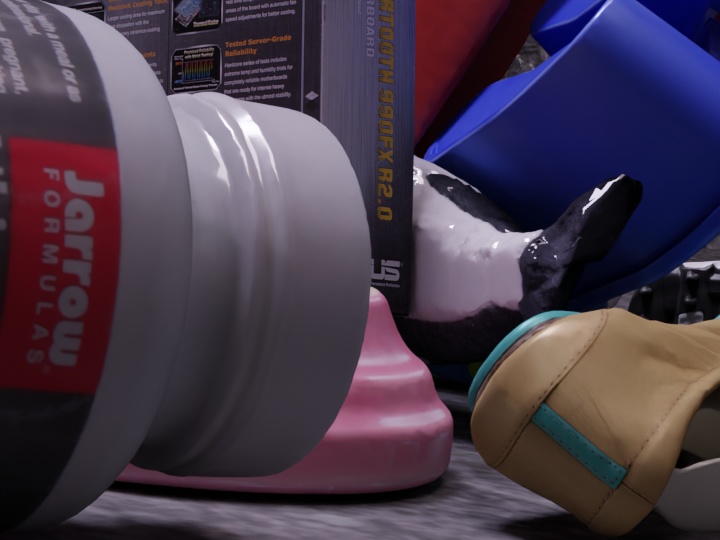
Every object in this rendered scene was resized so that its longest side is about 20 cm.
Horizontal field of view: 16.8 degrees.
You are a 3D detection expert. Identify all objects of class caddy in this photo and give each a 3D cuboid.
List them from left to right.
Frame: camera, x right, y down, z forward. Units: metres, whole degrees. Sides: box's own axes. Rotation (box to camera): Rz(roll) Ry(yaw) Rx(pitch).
[{"bbox_3d":[0.109,-0.056,0.845,0.105,0.141,0.200,40,-16,-6],"label":"caddy"}]

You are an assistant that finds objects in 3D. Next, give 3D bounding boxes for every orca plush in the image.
[{"bbox_3d":[0.036,-0.012,0.821,0.071,0.106,0.200,2,-8,-31],"label":"orca plush"}]

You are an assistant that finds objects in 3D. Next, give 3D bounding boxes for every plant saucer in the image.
[{"bbox_3d":[-0.071,0.019,0.682,0.200,0.051,0.201,8,4,-1],"label":"plant saucer"}]

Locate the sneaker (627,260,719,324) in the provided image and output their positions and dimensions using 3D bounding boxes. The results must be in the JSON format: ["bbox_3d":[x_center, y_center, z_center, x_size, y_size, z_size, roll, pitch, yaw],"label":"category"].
[{"bbox_3d":[0.222,0.029,1.048,0.200,0.067,0.090,8,5,29],"label":"sneaker"}]

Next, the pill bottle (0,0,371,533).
[{"bbox_3d":[-0.103,-0.004,0.483,0.200,0.111,0.111,6,4,-32],"label":"pill bottle"}]

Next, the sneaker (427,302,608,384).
[{"bbox_3d":[0.000,0.000,0.961,0.199,0.071,0.083,6,10,4],"label":"sneaker"}]

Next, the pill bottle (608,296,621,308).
[{"bbox_3d":[0.033,-0.026,1.123,0.112,0.113,0.200,6,4,-34],"label":"pill bottle"}]

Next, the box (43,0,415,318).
[{"bbox_3d":[-0.072,-0.061,0.831,0.200,0.159,0.048,-3,-6,39],"label":"box"}]

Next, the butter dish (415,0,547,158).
[{"bbox_3d":[0.004,-0.125,0.988,0.199,0.200,0.148,32,0,32],"label":"butter dish"}]

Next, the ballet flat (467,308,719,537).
[{"bbox_3d":[0.098,0.047,0.675,0.063,0.069,0.200,42,22,26],"label":"ballet flat"}]
